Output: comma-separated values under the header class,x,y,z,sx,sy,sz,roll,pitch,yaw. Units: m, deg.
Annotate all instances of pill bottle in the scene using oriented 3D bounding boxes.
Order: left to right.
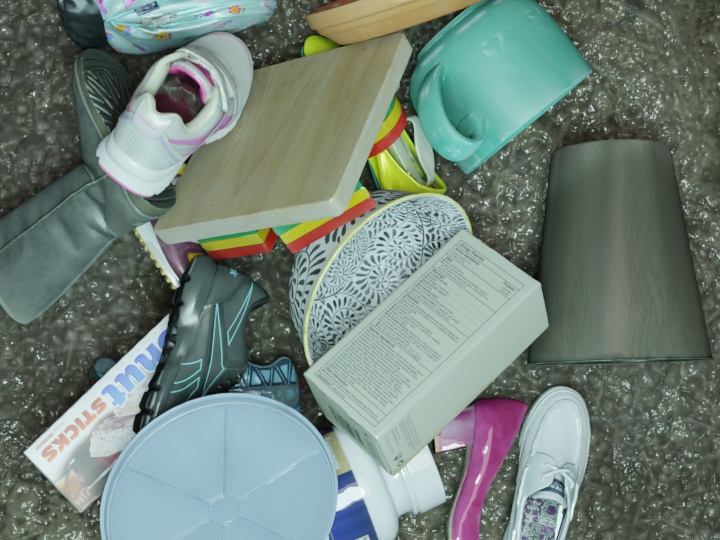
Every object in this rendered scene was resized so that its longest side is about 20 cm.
class,x,y,z,sx,sy,sz,roll,pitch,yaw
pill bottle,-0.030,0.208,1.128,0.199,0.120,0.120,-23,90,-7

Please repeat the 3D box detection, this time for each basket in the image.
class,x,y,z,sx,sy,sz,roll,pitch,yaw
basket,0.237,-0.014,1.162,0.179,0.136,0.202,-1,84,-14

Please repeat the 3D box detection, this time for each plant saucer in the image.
class,x,y,z,sx,sy,sz,roll,pitch,yaw
plant saucer,0.049,-0.245,1.119,0.199,0.200,0.038,-19,104,-6

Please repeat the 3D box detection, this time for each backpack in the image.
class,x,y,z,sx,sy,sz,roll,pitch,yaw
backpack,-0.177,-0.265,1.125,0.198,0.167,0.128,-15,106,-10

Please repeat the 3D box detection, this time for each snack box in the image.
class,x,y,z,sx,sy,sz,roll,pitch,yaw
snack box,-0.194,0.113,1.081,0.072,0.024,0.200,46,74,-3

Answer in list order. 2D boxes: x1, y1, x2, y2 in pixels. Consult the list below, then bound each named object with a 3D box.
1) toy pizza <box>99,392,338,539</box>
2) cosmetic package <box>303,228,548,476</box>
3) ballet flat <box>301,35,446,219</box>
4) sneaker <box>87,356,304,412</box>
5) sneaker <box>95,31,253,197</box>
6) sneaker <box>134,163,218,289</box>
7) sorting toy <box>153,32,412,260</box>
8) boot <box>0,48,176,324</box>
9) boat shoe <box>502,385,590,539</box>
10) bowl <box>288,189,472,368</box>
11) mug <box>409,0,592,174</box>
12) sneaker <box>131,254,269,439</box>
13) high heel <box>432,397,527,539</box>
class,x,y,z,sx,sy,sz,roll,pitch,yaw
toy pizza,-0.116,0.191,1.023,0.199,0.032,0.202,-6,109,-17
cosmetic package,0.060,0.069,1.090,0.200,0.073,0.103,-40,53,-15
ballet flat,0.020,-0.144,1.170,0.067,0.067,0.201,-34,96,-51
sneaker,-0.151,0.100,1.153,0.198,0.079,0.096,13,69,-9
sneaker,-0.139,-0.148,1.047,0.081,0.088,0.201,36,45,-8
sneaker,-0.160,-0.048,1.147,0.090,0.075,0.201,-35,92,-1
sorting toy,-0.054,-0.098,1.087,0.070,0.198,0.201,52,45,-36
boot,-0.268,-0.074,1.110,0.199,0.072,0.183,-32,68,33
boat shoe,0.176,0.209,1.175,0.072,0.069,0.201,21,86,-5
bowl,0.000,0.000,1.133,0.094,0.201,0.201,35,83,37
mug,0.117,-0.178,1.127,0.152,0.185,0.115,-39,89,10
sneaker,-0.137,0.089,1.048,0.079,0.075,0.201,20,80,-16
high heel,0.125,0.223,1.174,0.095,0.067,0.202,-7,78,-2
